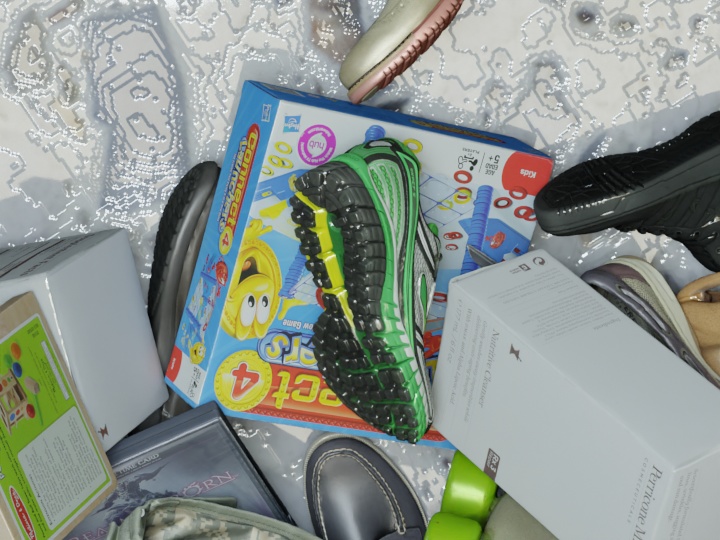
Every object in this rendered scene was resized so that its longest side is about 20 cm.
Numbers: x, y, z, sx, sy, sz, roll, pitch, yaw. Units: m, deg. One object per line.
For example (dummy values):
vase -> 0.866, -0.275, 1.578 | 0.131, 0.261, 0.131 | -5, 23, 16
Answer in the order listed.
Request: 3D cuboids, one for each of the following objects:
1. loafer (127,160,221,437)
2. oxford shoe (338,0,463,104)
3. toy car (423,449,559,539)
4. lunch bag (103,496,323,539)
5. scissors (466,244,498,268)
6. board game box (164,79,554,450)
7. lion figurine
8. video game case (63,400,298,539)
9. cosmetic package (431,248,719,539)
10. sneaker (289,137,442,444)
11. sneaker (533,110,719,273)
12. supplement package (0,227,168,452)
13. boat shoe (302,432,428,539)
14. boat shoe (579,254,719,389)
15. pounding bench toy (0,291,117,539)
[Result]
loafer -> -0.099, 0.028, 1.624 | 0.071, 0.073, 0.201 | 9, 108, -11
oxford shoe -> 0.039, -0.192, 1.574 | 0.074, 0.071, 0.200 | 37, 78, -2
toy car -> 0.113, 0.236, 1.601 | 0.163, 0.158, 0.201 | 14, 118, 7
lunch bag -> -0.098, 0.228, 1.581 | 0.199, 0.118, 0.164 | 28, 126, -20
scissors -> 0.140, 0.038, 1.627 | 0.073, 0.014, 0.200 | -33, 119, 2
board game box -> 0.000, 0.000, 1.588 | 0.199, 0.056, 0.197 | 10, 102, -28
lion figurine -> 0.228, 0.072, 1.624 | 0.122, 0.072, 0.201 | 3, 104, 29
video game case -> -0.121, 0.163, 1.607 | 0.142, 0.019, 0.200 | -24, 144, 3
cosmetic package -> 0.135, 0.091, 1.522 | 0.081, 0.200, 0.113 | -18, 132, -33
sneaker -> 0.021, 0.015, 1.527 | 0.085, 0.078, 0.201 | -33, 130, -35
sneaker -> 0.211, -0.035, 1.607 | 0.199, 0.060, 0.105 | -23, 119, -9
supplement package -> -0.237, 0.056, 1.565 | 0.199, 0.117, 0.118 | -8, 102, 21
boat shoe -> 0.018, 0.199, 1.661 | 0.072, 0.063, 0.201 | -20, 102, 2
boat shoe -> 0.190, 0.083, 1.570 | 0.072, 0.065, 0.201 | -38, 75, 35
pounding bench toy -> -0.235, 0.142, 1.459 | 0.155, 0.124, 0.201 | -19, 101, 23
